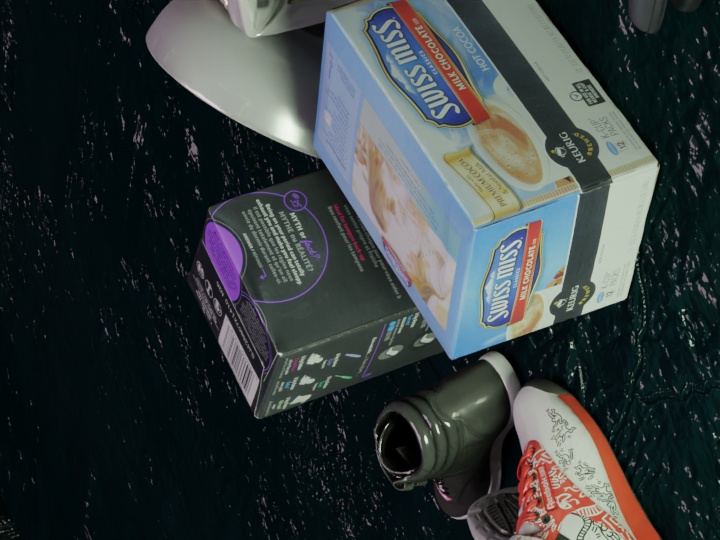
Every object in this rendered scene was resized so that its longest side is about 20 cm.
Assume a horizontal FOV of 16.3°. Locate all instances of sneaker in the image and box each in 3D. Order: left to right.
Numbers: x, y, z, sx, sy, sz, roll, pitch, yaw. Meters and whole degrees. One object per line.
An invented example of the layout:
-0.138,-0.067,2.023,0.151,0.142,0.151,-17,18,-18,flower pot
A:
0.052,0.135,1.847,0.071,0.099,0.200,59,158,25,sneaker
0.124,0.164,1.676,0.202,0.108,0.067,59,156,30,sneaker
0.143,0.236,1.758,0.200,0.078,0.099,-123,17,-55,sneaker

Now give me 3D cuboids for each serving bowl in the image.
-0.049,-0.149,1.776,0.200,0.200,0.066,48,117,46,serving bowl

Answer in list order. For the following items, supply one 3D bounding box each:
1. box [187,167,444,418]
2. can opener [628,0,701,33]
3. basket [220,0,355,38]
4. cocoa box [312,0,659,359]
0.000,0.000,1.716,0.122,0.200,0.106,63,158,20,box
0.171,-0.191,1.314,0.079,0.063,0.200,61,157,25,can opener
-0.050,-0.279,1.701,0.123,0.135,0.200,-135,34,-54,basket
0.072,-0.072,1.570,0.200,0.131,0.133,58,156,32,cocoa box
